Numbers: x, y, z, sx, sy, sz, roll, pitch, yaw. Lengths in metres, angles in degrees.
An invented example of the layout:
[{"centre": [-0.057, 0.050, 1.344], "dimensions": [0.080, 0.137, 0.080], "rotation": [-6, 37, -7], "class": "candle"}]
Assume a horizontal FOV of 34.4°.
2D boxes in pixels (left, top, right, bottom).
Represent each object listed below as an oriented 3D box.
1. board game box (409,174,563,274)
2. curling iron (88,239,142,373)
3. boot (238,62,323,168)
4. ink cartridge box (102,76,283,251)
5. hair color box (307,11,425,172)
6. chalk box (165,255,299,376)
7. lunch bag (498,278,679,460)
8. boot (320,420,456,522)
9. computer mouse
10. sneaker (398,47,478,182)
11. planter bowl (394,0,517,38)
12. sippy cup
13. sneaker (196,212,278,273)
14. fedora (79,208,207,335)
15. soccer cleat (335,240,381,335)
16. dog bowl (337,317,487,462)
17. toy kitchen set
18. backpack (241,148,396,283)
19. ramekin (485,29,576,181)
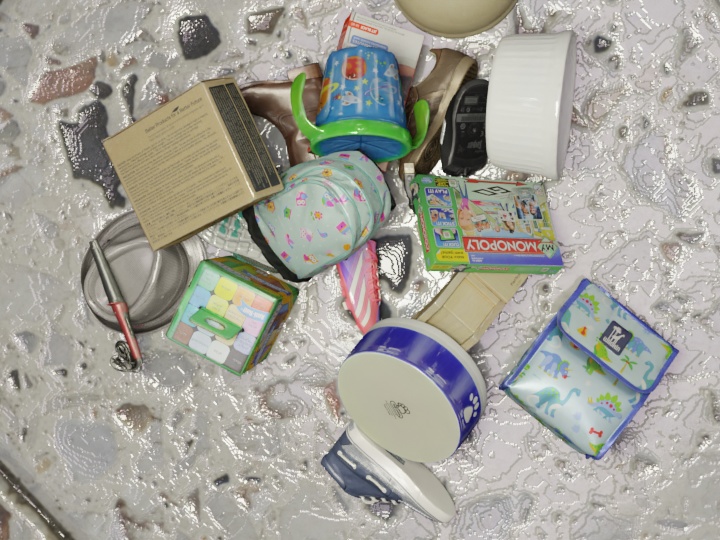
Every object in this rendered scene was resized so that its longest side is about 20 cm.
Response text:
[{"centre": [0.173, -0.061, 1.586], "dimensions": [0.200, 0.029, 0.135], "rotation": [1, 62, -24], "class": "board game box"}, {"centre": [-0.353, 0.054, 1.652], "dimensions": [0.049, 0.026, 0.201], "rotation": [-12, 99, 13], "class": "curling iron"}, {"centre": [-0.112, -0.179, 1.679], "dimensions": [0.186, 0.064, 0.200], "rotation": [-17, 95, 9], "class": "boot"}, {"centre": [-0.219, -0.137, 1.515], "dimensions": [0.200, 0.075, 0.165], "rotation": [-22, 92, 35], "class": "ink cartridge box"}, {"centre": [0.007, -0.247, 1.631], "dimensions": [0.111, 0.064, 0.201], "rotation": [16, 88, -10], "class": "hair color box"}, {"centre": [-0.182, 0.061, 1.627], "dimensions": [0.124, 0.200, 0.124], "rotation": [28, 96, 5], "class": "chalk box"}, {"centre": [0.318, 0.136, 1.613], "dimensions": [0.170, 0.127, 0.200], "rotation": [39, 84, 6], "class": "lunch bag"}, {"centre": [0.040, 0.310, 1.687], "dimensions": [0.200, 0.073, 0.090], "rotation": [43, 112, 5], "class": "boot"}, {"centre": [0.118, -0.169, 1.615], "dimensions": [0.140, 0.046, 0.200], "rotation": [-10, 118, -24], "class": "computer mouse"}, {"centre": [0.094, -0.221, 1.654], "dimensions": [0.075, 0.070, 0.200], "rotation": [29, 93, 24], "class": "sneaker"}, {"centre": [0.128, -0.429, 1.595], "dimensions": [0.200, 0.135, 0.201], "rotation": [0, 93, 8], "class": "planter bowl"}, {"centre": [0.001, -0.222, 1.539], "dimensions": [0.139, 0.178, 0.131], "rotation": [-4, 77, 24], "class": "sippy cup"}, {"centre": [-0.173, -0.044, 1.655], "dimensions": [0.200, 0.091, 0.078], "rotation": [29, 68, -17], "class": "sneaker"}, {"centre": [-0.330, 0.004, 1.698], "dimensions": [0.200, 0.090, 0.177], "rotation": [-40, 88, 7], "class": "fedora"}, {"centre": [0.000, 0.000, 1.672], "dimensions": [0.076, 0.067, 0.200], "rotation": [-20, 88, 3], "class": "soccer cleat"}, {"centre": [0.070, 0.167, 1.606], "dimensions": [0.200, 0.079, 0.200], "rotation": [22, 136, 23], "class": "dog bowl"}, {"centre": [0.120, 0.010, 1.652], "dimensions": [0.163, 0.180, 0.200], "rotation": [42, 57, 0], "class": "toy kitchen set"}, {"centre": [-0.051, -0.072, 1.545], "dimensions": [0.200, 0.127, 0.167], "rotation": [-25, 108, 41], "class": "backpack"}, {"centre": [0.231, -0.225, 1.565], "dimensions": [0.097, 0.200, 0.201], "rotation": [7, 94, 15], "class": "ramekin"}]
